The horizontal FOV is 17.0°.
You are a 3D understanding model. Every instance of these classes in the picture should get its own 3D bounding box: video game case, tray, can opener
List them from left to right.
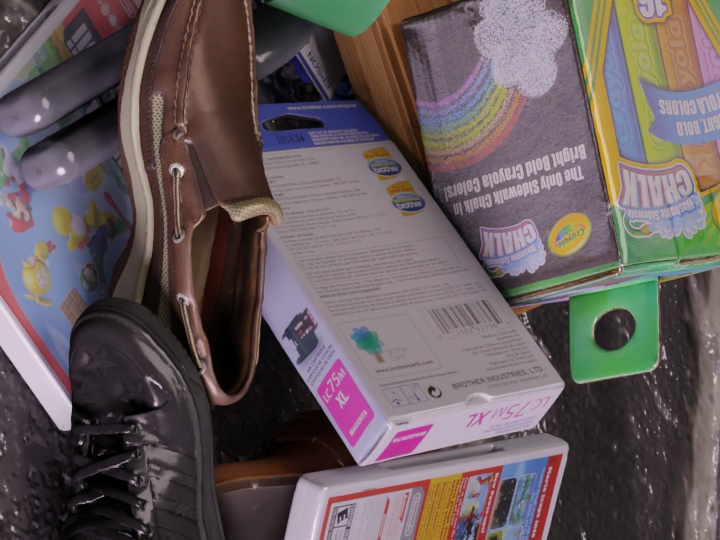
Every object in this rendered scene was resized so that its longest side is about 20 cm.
[{"bbox_3d":[-0.129,-0.042,1.137,0.143,0.017,0.200,58,38,-23],"label":"video game case"},{"bbox_3d":[-0.089,-0.098,1.140,0.200,0.067,0.054,-40,109,-54],"label":"can opener"},{"bbox_3d":[0.025,0.159,1.192,0.200,0.017,0.144,-4,111,-51],"label":"video game case"},{"bbox_3d":[0.053,-0.073,1.279,0.098,0.037,0.201,-21,93,-43],"label":"tray"}]

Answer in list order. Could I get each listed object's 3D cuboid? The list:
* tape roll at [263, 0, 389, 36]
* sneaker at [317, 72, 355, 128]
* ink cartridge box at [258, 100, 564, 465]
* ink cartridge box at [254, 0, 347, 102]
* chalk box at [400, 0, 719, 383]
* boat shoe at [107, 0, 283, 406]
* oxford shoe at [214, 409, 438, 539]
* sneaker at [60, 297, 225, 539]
[{"bbox_3d":[0.011,-0.212,1.137,0.048,0.201,0.201,19,56,-13],"label":"tape roll"},{"bbox_3d":[0.023,-0.089,1.322,0.085,0.077,0.200,45,44,-30],"label":"sneaker"},{"bbox_3d":[0.000,0.000,1.181,0.119,0.042,0.200,-8,56,-41],"label":"ink cartridge box"},{"bbox_3d":[-0.020,-0.177,1.325,0.100,0.039,0.200,59,36,-22],"label":"ink cartridge box"},{"bbox_3d":[0.119,-0.046,1.225,0.124,0.124,0.201,-8,86,-42],"label":"chalk box"},{"bbox_3d":[-0.063,-0.037,1.089,0.075,0.075,0.203,-8,107,-50],"label":"boat shoe"},{"bbox_3d":[-0.030,0.104,1.196,0.200,0.071,0.071,3,48,-55],"label":"oxford shoe"},{"bbox_3d":[-0.105,0.122,1.059,0.104,0.060,0.201,-46,129,-55],"label":"sneaker"}]
